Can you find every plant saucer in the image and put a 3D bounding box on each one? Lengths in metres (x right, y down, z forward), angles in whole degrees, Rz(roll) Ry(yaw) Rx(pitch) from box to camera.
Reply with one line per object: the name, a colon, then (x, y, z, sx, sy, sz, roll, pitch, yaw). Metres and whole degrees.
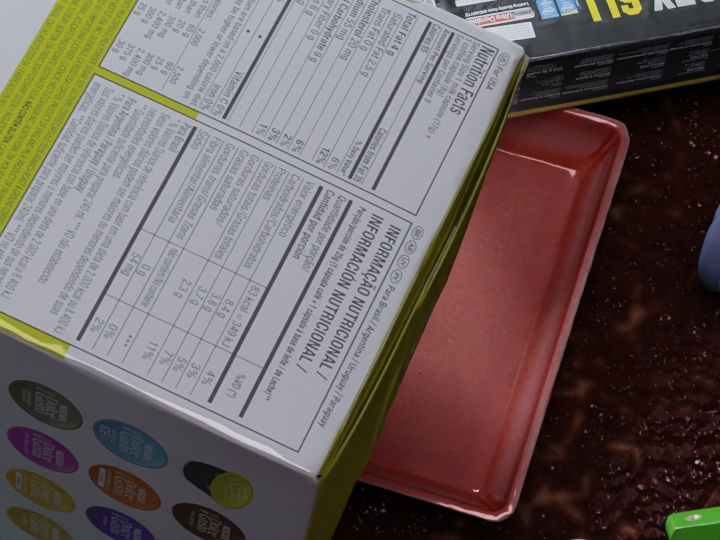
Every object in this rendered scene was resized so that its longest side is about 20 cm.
plant saucer: (0.000, 0.000, 1.174, 0.198, 0.037, 0.201, 16, 68, 7)

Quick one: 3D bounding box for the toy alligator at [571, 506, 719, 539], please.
toy alligator: (0.175, 0.121, 1.113, 0.199, 0.059, 0.055, -16, 108, 4)

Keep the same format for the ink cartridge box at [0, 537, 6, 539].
ink cartridge box: (-0.182, 0.096, 1.120, 0.103, 0.059, 0.201, -18, 67, -7)

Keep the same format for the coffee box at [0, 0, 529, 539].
coffee box: (-0.072, -0.001, 1.029, 0.197, 0.200, 0.201, 24, 62, 4)

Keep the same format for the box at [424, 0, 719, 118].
box: (0.111, -0.156, 1.213, 0.199, 0.049, 0.160, -11, 60, -11)

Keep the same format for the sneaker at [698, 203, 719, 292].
sneaker: (0.233, -0.053, 1.176, 0.200, 0.074, 0.082, -42, 74, -15)
